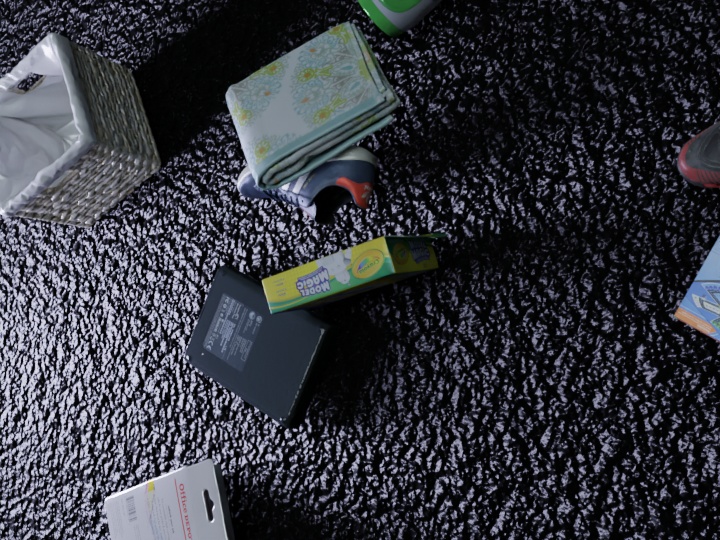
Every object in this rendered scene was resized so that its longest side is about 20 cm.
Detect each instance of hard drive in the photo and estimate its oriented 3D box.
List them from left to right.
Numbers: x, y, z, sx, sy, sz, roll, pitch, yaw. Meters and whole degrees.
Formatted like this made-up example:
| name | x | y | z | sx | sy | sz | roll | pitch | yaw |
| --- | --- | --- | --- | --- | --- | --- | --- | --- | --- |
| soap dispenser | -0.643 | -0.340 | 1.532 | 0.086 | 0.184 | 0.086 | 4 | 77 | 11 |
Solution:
| name | x | y | z | sx | sy | sz | roll | pitch | yaw |
| --- | --- | --- | --- | --- | --- | --- | --- | --- | --- |
| hard drive | -0.131 | 0.095 | 1.253 | 0.199 | 0.033 | 0.140 | 27 | 97 | 34 |

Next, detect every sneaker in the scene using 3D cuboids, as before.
| name | x | y | z | sx | sy | sz | roll | pitch | yaw |
| --- | --- | --- | --- | --- | --- | --- | --- | --- | --- |
| sneaker | -0.073 | -0.097 | 1.221 | 0.199 | 0.075 | 0.085 | -8 | 73 | 32 |
| sneaker | 0.388 | -0.130 | 0.909 | 0.199 | 0.098 | 0.071 | -14 | 76 | 32 |

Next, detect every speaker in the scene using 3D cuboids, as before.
| name | x | y | z | sx | sy | sz | roll | pitch | yaw |
| --- | --- | --- | --- | --- | --- | --- | --- | --- | --- |
| speaker | 0.090 | -0.371 | 1.155 | 0.200 | 0.088 | 0.089 | -39 | 63 | 22 |

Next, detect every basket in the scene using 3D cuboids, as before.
| name | x | y | z | sx | sy | sz | roll | pitch | yaw |
| --- | --- | --- | --- | --- | --- | --- | --- | --- | --- |
| basket | -0.426 | -0.196 | 1.421 | 0.198 | 0.161 | 0.201 | -34 | 66 | 24 |

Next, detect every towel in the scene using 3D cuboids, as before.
| name | x | y | z | sx | sy | sz | roll | pitch | yaw |
| --- | --- | --- | --- | --- | --- | --- | --- | --- | --- |
| towel | -0.061 | -0.206 | 1.203 | 0.199 | 0.048 | 0.172 | -28 | 50 | 7 |

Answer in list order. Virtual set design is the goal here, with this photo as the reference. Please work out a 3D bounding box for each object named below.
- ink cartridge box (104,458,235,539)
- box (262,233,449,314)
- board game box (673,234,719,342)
| name | x | y | z | sx | sy | sz | roll | pitch | yaw |
| --- | --- | --- | --- | --- | --- | --- | --- | --- | --- |
| ink cartridge box | -0.233 | 0.323 | 1.262 | 0.199 | 0.067 | 0.117 | -25 | 69 | 30 |
| box | 0.000 | 0.000 | 1.131 | 0.199 | 0.117 | 0.049 | -21 | 83 | 30 |
| board game box | 0.407 | 0.047 | 0.912 | 0.200 | 0.019 | 0.103 | 33 | 99 | 33 |
